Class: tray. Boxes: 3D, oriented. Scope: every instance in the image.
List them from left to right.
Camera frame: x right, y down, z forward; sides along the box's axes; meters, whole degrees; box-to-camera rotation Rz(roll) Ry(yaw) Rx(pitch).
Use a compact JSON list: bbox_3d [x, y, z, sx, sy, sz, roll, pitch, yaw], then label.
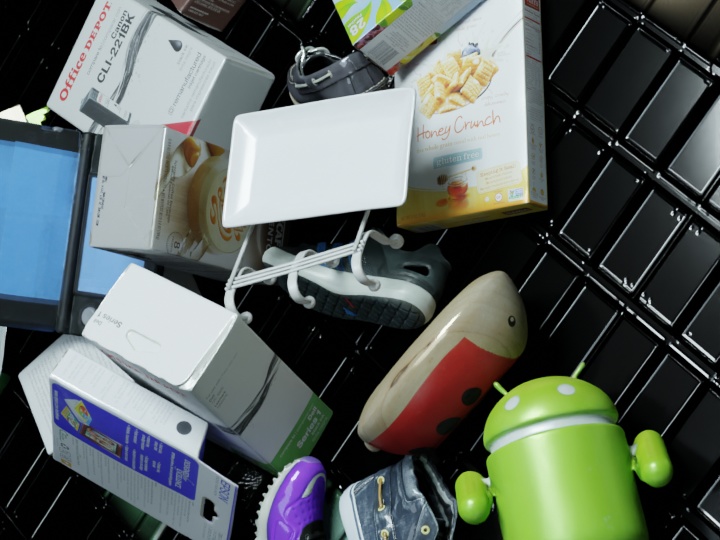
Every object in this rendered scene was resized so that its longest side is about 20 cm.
[{"bbox_3d":[-0.034,-0.095,1.593,0.199,0.022,0.108,-6,70,36],"label":"tray"}]

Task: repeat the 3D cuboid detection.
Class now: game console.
[{"bbox_3d":[-0.282,-0.038,1.749,0.170,0.118,0.201,6,89,37],"label":"game console"}]

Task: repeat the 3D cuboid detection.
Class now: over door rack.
[{"bbox_3d":[-0.035,-0.046,1.636,0.147,0.067,0.201,-15,46,27],"label":"over door rack"}]

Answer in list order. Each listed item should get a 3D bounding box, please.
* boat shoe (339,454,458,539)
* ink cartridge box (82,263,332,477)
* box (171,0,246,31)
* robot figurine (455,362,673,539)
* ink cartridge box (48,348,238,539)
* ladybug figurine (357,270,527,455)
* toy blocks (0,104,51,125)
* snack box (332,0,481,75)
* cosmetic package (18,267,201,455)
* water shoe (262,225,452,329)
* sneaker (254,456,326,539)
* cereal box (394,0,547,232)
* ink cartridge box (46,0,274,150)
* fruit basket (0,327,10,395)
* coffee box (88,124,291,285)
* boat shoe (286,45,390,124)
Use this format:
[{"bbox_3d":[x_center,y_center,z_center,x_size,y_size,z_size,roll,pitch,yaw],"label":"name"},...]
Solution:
[{"bbox_3d":[0.049,0.257,1.575,0.091,0.071,0.201,-37,60,29],"label":"boat shoe"},{"bbox_3d":[-0.136,0.093,1.653,0.146,0.200,0.085,24,73,36],"label":"ink cartridge box"},{"bbox_3d":[-0.123,-0.350,1.821,0.200,0.075,0.100,-49,57,16],"label":"box"},{"bbox_3d":[0.165,0.176,1.481,0.175,0.116,0.201,-13,70,5],"label":"robot figurine"},{"bbox_3d":[-0.193,0.172,1.681,0.199,0.198,0.043,30,62,8],"label":"ink cartridge box"},{"bbox_3d":[0.074,0.089,1.564,0.072,0.136,0.200,43,114,8],"label":"ladybug figurine"},{"bbox_3d":[-0.338,-0.082,1.875,0.100,0.200,0.137,-24,85,-8],"label":"toy blocks"},{"bbox_3d":[0.060,-0.303,1.656,0.200,0.068,0.169,-38,48,20],"label":"snack box"},{"bbox_3d":[-0.239,0.091,1.815,0.200,0.071,0.102,-40,60,24],"label":"cosmetic package"},{"bbox_3d":[0.000,0.000,1.679,0.199,0.072,0.079,16,62,38],"label":"water shoe"},{"bbox_3d":[-0.047,0.272,1.651,0.099,0.069,0.201,17,95,30],"label":"sneaker"},{"bbox_3d":[0.096,-0.143,1.641,0.143,0.039,0.201,-11,75,36],"label":"cereal box"},{"bbox_3d":[-0.204,-0.180,1.837,0.200,0.084,0.145,34,102,36],"label":"ink cartridge box"},{"bbox_3d":[-0.448,0.071,1.958,0.184,0.094,0.201,-8,73,34],"label":"fruit basket"},{"bbox_3d":[-0.152,-0.058,1.703,0.079,0.200,0.115,2,82,34],"label":"coffee box"},{"bbox_3d":[-0.026,-0.183,1.676,0.072,0.063,0.200,-31,21,-10],"label":"boat shoe"}]
